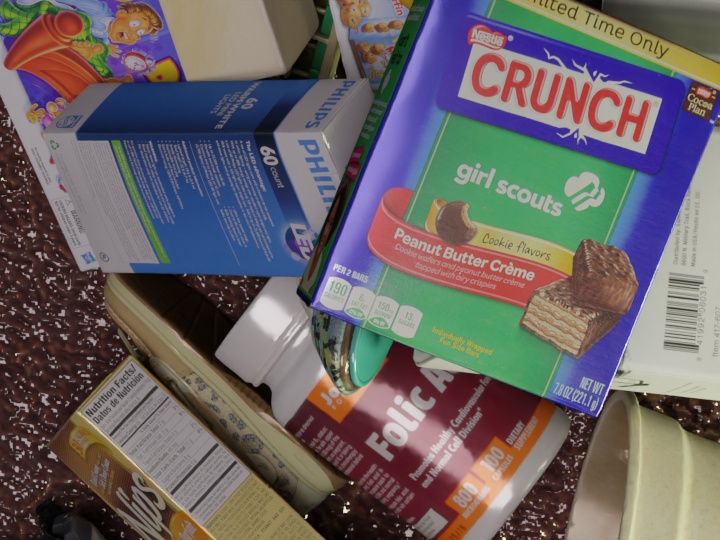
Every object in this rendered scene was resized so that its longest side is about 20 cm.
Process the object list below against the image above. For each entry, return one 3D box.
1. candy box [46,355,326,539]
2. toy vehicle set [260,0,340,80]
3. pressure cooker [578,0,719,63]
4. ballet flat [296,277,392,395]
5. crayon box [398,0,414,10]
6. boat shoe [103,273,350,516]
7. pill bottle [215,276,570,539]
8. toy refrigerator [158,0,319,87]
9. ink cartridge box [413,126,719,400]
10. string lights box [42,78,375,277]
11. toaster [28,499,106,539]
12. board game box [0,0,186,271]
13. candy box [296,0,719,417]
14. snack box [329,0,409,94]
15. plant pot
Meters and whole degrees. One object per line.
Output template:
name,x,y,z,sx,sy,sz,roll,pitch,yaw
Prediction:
candy box,-0.099,0.149,1.749,0.200,0.115,0.055,43,69,-2
toy vehicle set,-0.061,-0.188,1.678,0.124,0.027,0.200,19,122,6
pressure cooker,0.179,-0.179,1.591,0.200,0.176,0.179,8,106,10
ballet flat,0.000,0.000,1.648,0.074,0.200,0.074,13,129,16
crayon box,0.035,-0.222,1.533,0.200,0.051,0.127,42,108,21
boat shoe,-0.094,0.078,1.756,0.200,0.073,0.063,46,110,-5
pill bottle,0.018,0.074,1.712,0.200,0.114,0.114,37,107,0
toy refrigerator,-0.093,-0.211,1.614,0.070,0.076,0.200,-8,116,21
ink cartridge box,0.138,-0.010,1.584,0.200,0.084,0.146,7,80,-10
string lights box,-0.075,-0.052,1.617,0.200,0.059,0.103,2,127,33
toaster,-0.184,0.248,1.767,0.114,0.200,0.129,-33,112,19
board game box,-0.144,-0.108,1.704,0.134,0.045,0.200,-13,113,23
candy box,0.081,-0.046,1.477,0.169,0.077,0.200,21,91,-11
snack box,0.018,-0.160,1.639,0.072,0.024,0.200,-4,116,19
plant pot,0.223,0.187,1.675,0.183,0.200,0.201,12,105,-4
